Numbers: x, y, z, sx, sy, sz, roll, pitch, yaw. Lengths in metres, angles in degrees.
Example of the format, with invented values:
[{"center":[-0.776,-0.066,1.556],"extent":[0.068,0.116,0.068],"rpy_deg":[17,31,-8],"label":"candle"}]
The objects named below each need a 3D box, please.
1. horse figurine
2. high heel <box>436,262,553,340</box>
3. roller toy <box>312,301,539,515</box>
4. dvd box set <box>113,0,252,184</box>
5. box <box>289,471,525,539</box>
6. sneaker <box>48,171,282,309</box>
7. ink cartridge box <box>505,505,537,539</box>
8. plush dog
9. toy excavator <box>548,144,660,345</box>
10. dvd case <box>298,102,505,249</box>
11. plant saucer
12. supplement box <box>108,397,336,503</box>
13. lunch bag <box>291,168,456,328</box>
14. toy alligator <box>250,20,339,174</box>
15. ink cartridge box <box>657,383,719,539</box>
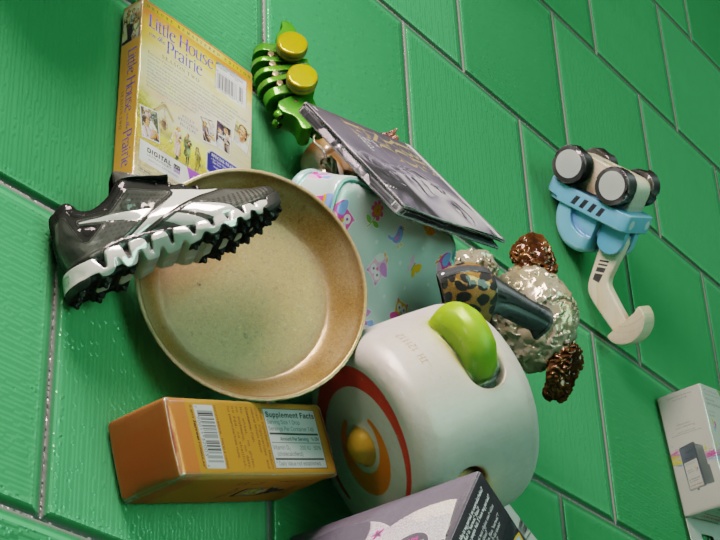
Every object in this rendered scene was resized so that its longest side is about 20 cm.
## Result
[{"center":[-0.021,-0.076,1.551],"extent":[0.132,0.050,0.201],"rpy_deg":[40,46,-27],"label":"horse figurine"},{"center":[0.070,0.081,1.484],"extent":[0.142,0.200,0.072],"rpy_deg":[27,20,-39],"label":"high heel"},{"center":[0.049,0.134,1.366],"extent":[0.139,0.182,0.202],"rpy_deg":[-17,96,-31],"label":"roller toy"},{"center":[-0.152,-0.118,1.398],"extent":[0.146,0.029,0.202],"rpy_deg":[31,47,-44],"label":"dvd box set"},{"center":[0.024,0.263,1.261],"extent":[0.115,0.199,0.132],"rpy_deg":[55,33,-15],"label":"box"},{"center":[-0.155,-0.045,1.258],"extent":[0.198,0.067,0.091],"rpy_deg":[-22,76,-28],"label":"sneaker"},{"center":[0.108,0.294,1.485],"extent":[0.200,0.085,0.147],"rpy_deg":[51,34,-24],"label":"ink cartridge box"},{"center":[0.138,0.056,1.599],"extent":[0.160,0.171,0.202],"rpy_deg":[6,66,-55],"label":"plush dog"},{"center":[0.305,-0.033,2.000],"extent":[0.193,0.202,0.099],"rpy_deg":[30,18,29],"label":"toy excavator"},{"center":[0.042,-0.086,1.492],"extent":[0.149,0.016,0.199],"rpy_deg":[47,16,28],"label":"dvd case"},{"center":[-0.092,0.015,1.318],"extent":[0.198,0.035,0.203],"rpy_deg":[9,65,-19],"label":"plant saucer"},{"center":[-0.105,0.143,1.269],"extent":[0.199,0.066,0.070],"rpy_deg":[13,57,-54],"label":"supplement box"},{"center":[0.000,0.000,1.465],"extent":[0.199,0.076,0.162],"rpy_deg":[27,75,-49],"label":"lunch bag"},{"center":[-0.068,-0.158,1.522],"extent":[0.054,0.060,0.202],"rpy_deg":[-7,57,-16],"label":"toy alligator"},{"center":[0.453,0.257,2.063],"extent":[0.117,0.067,0.202],"rpy_deg":[19,55,-52],"label":"ink cartridge box"}]
